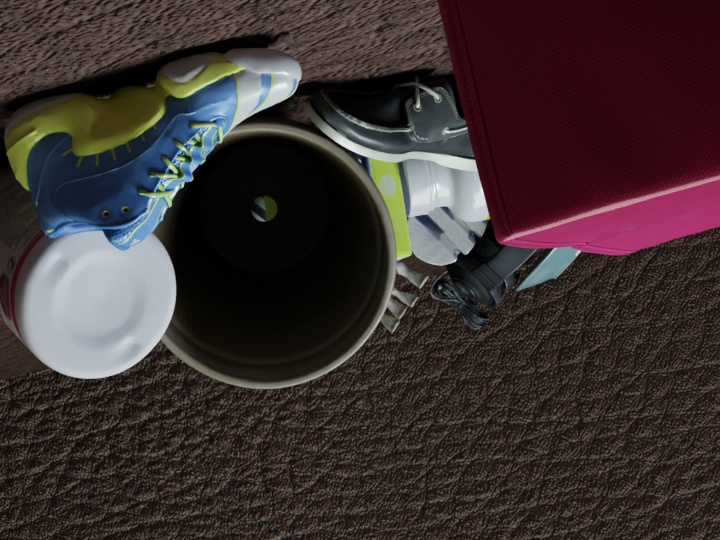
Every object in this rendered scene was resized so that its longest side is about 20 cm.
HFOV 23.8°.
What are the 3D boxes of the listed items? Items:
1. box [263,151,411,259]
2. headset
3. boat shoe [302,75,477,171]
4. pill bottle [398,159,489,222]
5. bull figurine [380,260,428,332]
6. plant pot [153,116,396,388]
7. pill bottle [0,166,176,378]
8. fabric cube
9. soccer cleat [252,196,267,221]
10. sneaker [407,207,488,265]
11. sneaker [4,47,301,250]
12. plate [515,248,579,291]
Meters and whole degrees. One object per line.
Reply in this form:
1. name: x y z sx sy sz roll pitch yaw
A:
1. box: -0.020 -0.056 1.453 0.047 0.124 0.199 -6 173 -29
2. headset: 0.135 -0.009 1.609 0.200 0.094 0.124 -36 -167 50
3. boat shoe: 0.037 -0.123 1.297 0.199 0.072 0.068 1 129 -45
4. pill bottle: 0.128 -0.101 1.440 0.198 0.106 0.104 -12 175 -8
5. bull figurine: 0.000 0.000 1.682 0.065 0.121 0.200 -54 176 -6
6. plant pot: -0.074 -0.030 1.327 0.198 0.202 0.174 -13 -166 1
7. pill bottle: -0.216 -0.007 1.209 0.112 0.115 0.200 -11 -160 -25
8. fabric cube: 0.147 -0.127 0.640 0.197 0.199 0.200 -17 173 22
9. soccer cleat: -0.102 -0.045 1.606 0.198 0.082 0.067 -12 175 -14
10. sneaker: 0.119 -0.099 1.572 0.199 0.081 0.115 -38 -161 11
11. sneaker: -0.125 -0.072 1.082 0.198 0.106 0.076 -14 175 13
12. plate: 0.217 -0.052 1.599 0.201 0.026 0.200 -51 178 -3
